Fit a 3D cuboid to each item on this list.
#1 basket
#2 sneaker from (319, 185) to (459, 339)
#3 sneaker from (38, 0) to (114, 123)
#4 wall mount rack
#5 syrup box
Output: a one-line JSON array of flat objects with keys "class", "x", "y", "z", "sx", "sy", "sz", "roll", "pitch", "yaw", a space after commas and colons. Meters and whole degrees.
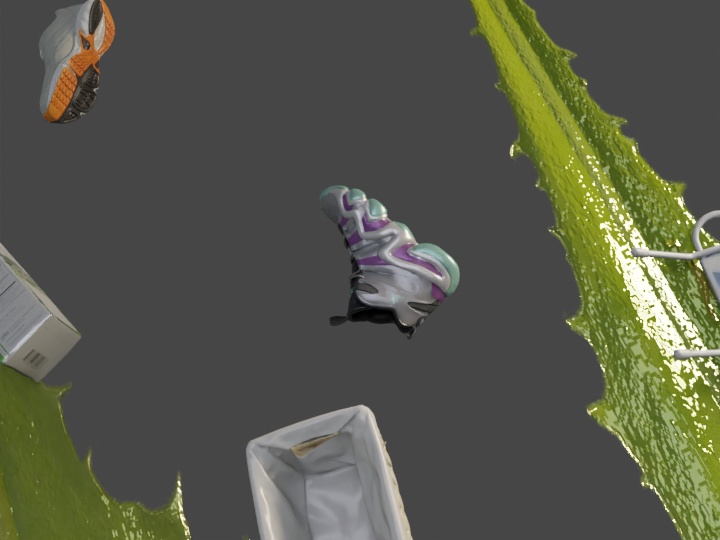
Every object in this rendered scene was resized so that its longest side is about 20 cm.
[{"class": "basket", "x": -0.020, "y": 0.258, "z": 0.875, "sx": 0.133, "sy": 0.124, "sz": 0.203, "roll": -17, "pitch": 63, "yaw": 4}, {"class": "sneaker", "x": 0.000, "y": 0.000, "z": 1.010, "sx": 0.199, "sy": 0.078, "sz": 0.140, "roll": 34, "pitch": 76, "yaw": 23}, {"class": "sneaker", "x": -0.411, "y": -0.286, "z": 1.233, "sx": 0.090, "sy": 0.076, "sz": 0.203, "roll": 0, "pitch": 59, "yaw": 20}, {"class": "wall mount rack", "x": 0.381, "y": 0.020, "z": 0.923, "sx": 0.170, "sy": 0.075, "sz": 0.203, "roll": -17, "pitch": 63, "yaw": 4}, {"class": "syrup box", "x": -0.440, "y": 0.034, "z": 1.085, "sx": 0.199, "sy": 0.079, "sz": 0.082, "roll": 40, "pitch": 79, "yaw": 24}]
